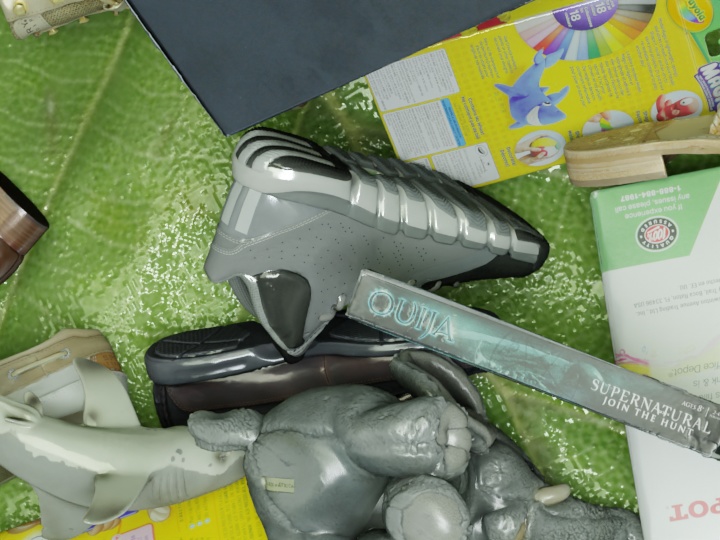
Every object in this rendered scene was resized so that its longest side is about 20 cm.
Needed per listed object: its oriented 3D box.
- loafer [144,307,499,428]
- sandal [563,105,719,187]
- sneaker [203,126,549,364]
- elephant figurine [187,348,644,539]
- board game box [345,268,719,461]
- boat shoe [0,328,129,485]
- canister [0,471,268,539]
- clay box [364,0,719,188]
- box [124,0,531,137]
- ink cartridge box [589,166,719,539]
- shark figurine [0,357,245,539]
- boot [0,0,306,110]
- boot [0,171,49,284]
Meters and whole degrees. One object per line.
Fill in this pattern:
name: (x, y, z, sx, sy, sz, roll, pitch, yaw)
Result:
loafer: (-0.018, 0.060, 1.541, 0.199, 0.072, 0.063, -6, 107, 8)
sandal: (0.206, -0.097, 1.463, 0.210, 0.078, 0.070, -10, 103, 13)
sneaker: (0.000, 0.000, 1.495, 0.116, 0.199, 0.075, -66, 32, 14)
elephant figurine: (0.038, 0.115, 1.468, 0.141, 0.200, 0.156, -24, 82, 30)
board game box: (0.103, 0.052, 1.392, 0.199, 0.135, 0.028, 21, 89, 19)
boat shoe: (-0.226, 0.089, 1.574, 0.199, 0.075, 0.069, -15, 74, 0)
canister: (-0.121, 0.180, 1.504, 0.199, 0.087, 0.149, -20, 39, 6)
clay box: (0.107, -0.113, 1.511, 0.199, 0.115, 0.048, -16, 47, 8)
box: (0.001, -0.199, 1.450, 0.199, 0.197, 0.124, -22, 115, 31)
ink cartridge box: (0.211, 0.049, 1.478, 0.144, 0.088, 0.201, -11, 77, 11)
shark figurine: (-0.172, 0.097, 1.482, 0.214, 0.128, 0.090, 24, 130, 9)
boot: (-0.124, -0.156, 1.588, 0.155, 0.073, 0.201, -24, 75, 7)
boot: (-0.305, -0.011, 1.611, 0.186, 0.064, 0.200, 44, 96, 14)
